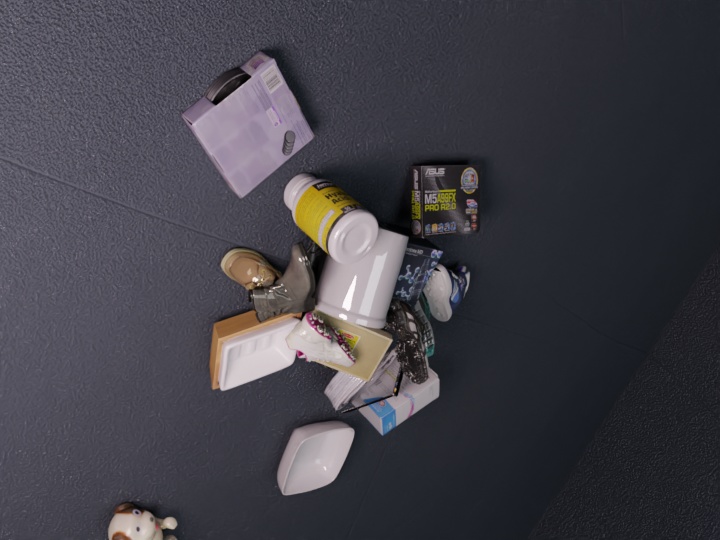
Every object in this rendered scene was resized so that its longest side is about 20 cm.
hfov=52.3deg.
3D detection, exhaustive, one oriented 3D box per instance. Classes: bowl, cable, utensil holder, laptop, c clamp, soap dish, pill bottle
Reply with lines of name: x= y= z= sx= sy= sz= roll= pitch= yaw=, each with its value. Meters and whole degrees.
bowl: x=-0.125 y=0.477 z=1.918 sx=0.198 sy=0.075 sz=0.202 roll=1 pitch=120 yaw=-42
cable: x=-0.004 y=0.254 z=1.809 sx=0.199 sy=0.069 sz=0.201 roll=-36 pitch=166 yaw=-34
utensil holder: x=0.000 y=0.000 z=1.562 sx=0.169 sy=0.169 sz=0.203 roll=11 pitch=97 yaw=-47
laptop: x=0.040 y=0.259 z=1.760 sx=0.187 sy=0.114 sz=0.203 roll=67 pitch=38 yaw=-79
c clamp: x=-0.106 y=0.009 z=1.560 sx=0.171 sy=0.027 sz=0.202 roll=-54 pitch=159 yaw=-52
soap dish: x=-0.226 y=0.155 z=1.551 sx=0.198 sy=0.081 sz=0.159 roll=-19 pitch=140 yaw=-33
pill bottle: x=-0.064 y=-0.108 z=1.415 sx=0.110 sy=0.200 sz=0.112 roll=-25 pitch=135 yaw=-27

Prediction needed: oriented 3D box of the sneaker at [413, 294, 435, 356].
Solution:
sneaker: x=0.149 y=0.112 z=1.821 sx=0.077 sy=0.202 sz=0.091 roll=-24 pitch=171 yaw=35

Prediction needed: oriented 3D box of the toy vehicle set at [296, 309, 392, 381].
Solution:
toy vehicle set: x=-0.041 y=0.163 z=1.653 sx=0.198 sy=0.027 sz=0.125 roll=24 pitch=111 yaw=-17

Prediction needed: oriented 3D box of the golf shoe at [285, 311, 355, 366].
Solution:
golf shoe: x=-0.085 y=0.162 z=1.573 sx=0.091 sy=0.076 sz=0.200 roll=-36 pitch=135 yaw=10

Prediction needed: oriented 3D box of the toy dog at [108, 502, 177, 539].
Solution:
toy dog: x=-0.500 y=0.606 z=1.642 sx=0.191 sy=0.140 sz=0.202 roll=1 pitch=130 yaw=0

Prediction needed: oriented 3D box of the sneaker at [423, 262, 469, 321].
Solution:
sneaker: x=0.225 y=0.018 z=1.883 sx=0.147 sy=0.080 sz=0.202 roll=-54 pitch=146 yaw=-34

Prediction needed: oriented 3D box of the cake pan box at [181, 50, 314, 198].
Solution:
cake pan box: x=-0.195 y=-0.256 z=1.295 sx=0.184 sy=0.052 sz=0.201 roll=-44 pitch=141 yaw=-11

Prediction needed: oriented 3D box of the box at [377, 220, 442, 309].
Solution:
box: x=0.073 y=0.006 z=1.709 sx=0.147 sy=0.107 sz=0.202 roll=9 pitch=113 yaw=-46

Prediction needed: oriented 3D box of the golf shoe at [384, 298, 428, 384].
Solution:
golf shoe: x=0.118 y=0.153 z=1.636 sx=0.094 sy=0.202 sz=0.077 roll=-2 pitch=154 yaw=-48

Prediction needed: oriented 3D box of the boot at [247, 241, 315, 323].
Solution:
boot: x=-0.156 y=0.034 z=1.426 sx=0.129 sy=0.068 sz=0.201 roll=-14 pitch=144 yaw=-13

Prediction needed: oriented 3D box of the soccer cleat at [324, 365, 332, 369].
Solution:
soccer cleat: x=-0.079 y=0.199 z=1.752 sx=0.199 sy=0.068 sz=0.082 roll=9 pitch=120 yaw=-48

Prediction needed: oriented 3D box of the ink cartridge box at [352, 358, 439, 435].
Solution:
ink cartridge box: x=0.091 y=0.317 z=1.939 sx=0.199 sy=0.144 sz=0.085 roll=-30 pitch=137 yaw=-22

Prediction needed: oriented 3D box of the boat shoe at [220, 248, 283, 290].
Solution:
boat shoe: x=-0.199 y=0.017 z=1.491 sx=0.074 sy=0.066 sz=0.199 roll=-53 pitch=141 yaw=5

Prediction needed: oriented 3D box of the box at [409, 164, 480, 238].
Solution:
box: x=0.197 y=-0.162 z=1.694 sx=0.198 sy=0.044 sz=0.163 roll=-7 pitch=100 yaw=-40
